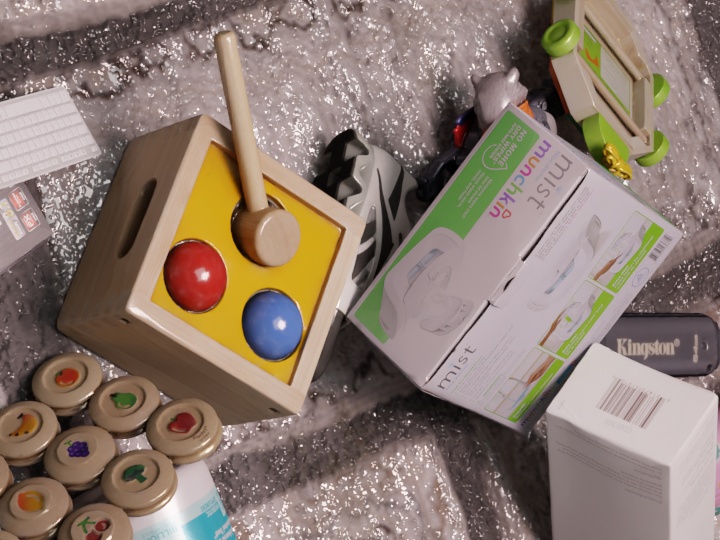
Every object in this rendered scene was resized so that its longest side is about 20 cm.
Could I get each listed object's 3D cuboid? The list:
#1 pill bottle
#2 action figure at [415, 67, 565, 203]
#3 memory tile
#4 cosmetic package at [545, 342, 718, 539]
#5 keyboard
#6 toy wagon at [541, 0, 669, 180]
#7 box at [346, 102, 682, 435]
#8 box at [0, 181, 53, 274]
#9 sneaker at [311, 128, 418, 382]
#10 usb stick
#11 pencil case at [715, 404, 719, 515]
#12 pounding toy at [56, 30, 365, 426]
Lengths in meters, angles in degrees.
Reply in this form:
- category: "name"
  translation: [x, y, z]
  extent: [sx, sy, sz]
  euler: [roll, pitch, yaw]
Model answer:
- category: "pill bottle"
  translation: [-0.122, 0.235, 1.568]
  extent: [0.110, 0.110, 0.201]
  euler: [-27, 98, -37]
- category: "action figure"
  translation: [0.149, -0.083, 1.836]
  extent: [0.200, 0.104, 0.194]
  euler: [-45, 118, -31]
- category: "memory tile"
  translation: [-0.200, 0.139, 1.515]
  extent: [0.200, 0.152, 0.017]
  euler: [-51, 147, -32]
- category: "cosmetic package"
  translation: [0.209, 0.165, 1.770]
  extent: [0.081, 0.112, 0.201]
  euler: [-50, 151, -31]
- category: "keyboard"
  translation: [-0.236, -0.086, 1.544]
  extent: [0.057, 0.011, 0.200]
  euler: [65, 25, -2]
- category: "toy wagon"
  translation: [0.197, -0.150, 1.871]
  extent: [0.155, 0.039, 0.201]
  euler: [46, 36, -34]
- category: "box"
  translation: [0.117, 0.004, 1.702]
  extent: [0.201, 0.097, 0.176]
  euler: [-53, 146, 8]
- category: "box"
  translation: [-0.317, -0.065, 1.514]
  extent: [0.158, 0.048, 0.201]
  euler: [-38, 104, -36]
- category: "sneaker"
  translation: [0.000, 0.000, 1.724]
  extent: [0.088, 0.074, 0.201]
  euler: [28, 67, -28]
- category: "usb stick"
  translation: [0.222, 0.062, 1.904]
  extent: [0.199, 0.033, 0.056]
  euler: [1, 80, -37]
- category: "pencil case"
  translation: [0.351, 0.131, 1.884]
  extent: [0.087, 0.199, 0.088]
  euler: [40, 36, -37]
- category: "pounding toy"
  translation: [-0.096, -0.026, 1.614]
  extent: [0.184, 0.142, 0.201]
  euler: [33, 64, -28]
